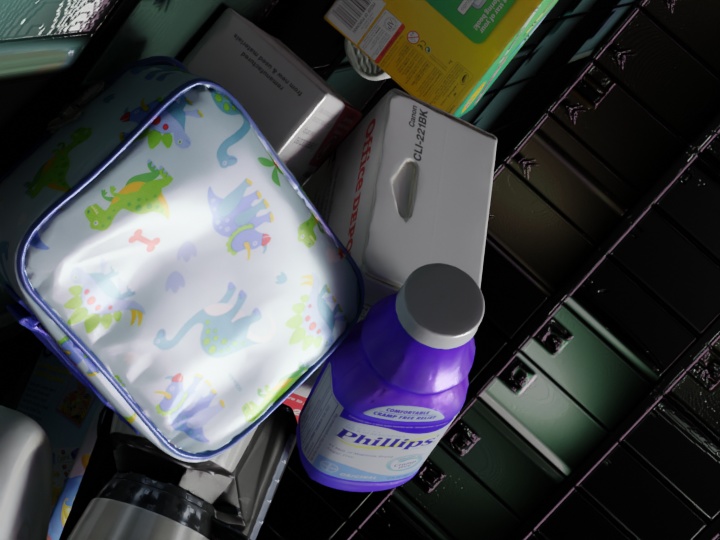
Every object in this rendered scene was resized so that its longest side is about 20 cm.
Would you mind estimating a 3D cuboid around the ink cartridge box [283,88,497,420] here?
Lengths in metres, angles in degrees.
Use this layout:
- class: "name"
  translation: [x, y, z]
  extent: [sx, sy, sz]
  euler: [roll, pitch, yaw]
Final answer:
- class: "ink cartridge box"
  translation: [0.000, 0.000, 1.086]
  extent: [0.200, 0.084, 0.144]
  euler: [-45, -150, 51]

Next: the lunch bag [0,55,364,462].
- class: "lunch bag"
  translation: [-0.103, -0.003, 0.906]
  extent: [0.161, 0.200, 0.082]
  euler: [-46, -142, -12]

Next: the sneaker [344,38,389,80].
- class: "sneaker"
  translation: [0.080, -0.227, 1.256]
  extent: [0.200, 0.074, 0.118]
  euler: [-40, 174, 41]

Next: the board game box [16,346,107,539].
- class: "board game box"
  translation: [-0.183, 0.141, 1.154]
  extent: [0.105, 0.103, 0.200]
  euler: [10, -106, 51]

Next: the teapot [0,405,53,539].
- class: "teapot"
  translation: [-0.271, 0.162, 0.985]
  extent: [0.197, 0.146, 0.200]
  euler: [-77, 176, -58]

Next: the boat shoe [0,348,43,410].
- class: "boat shoe"
  translation: [-0.229, 0.104, 1.246]
  extent: [0.202, 0.074, 0.065]
  euler: [-43, 179, -13]

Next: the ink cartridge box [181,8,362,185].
- class: "ink cartridge box"
  translation: [-0.102, -0.053, 1.039]
  extent: [0.200, 0.084, 0.145]
  euler: [-49, 174, 6]

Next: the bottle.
- class: "bottle"
  translation: [0.021, 0.065, 0.985]
  extent: [0.200, 0.083, 0.065]
  euler: [118, -27, -56]

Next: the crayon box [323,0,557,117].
- class: "crayon box"
  translation: [0.080, -0.212, 1.144]
  extent: [0.200, 0.119, 0.058]
  euler: [-51, 173, 30]

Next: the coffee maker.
- class: "coffee maker"
  translation: [-0.130, 0.164, 1.048]
  extent: [0.200, 0.135, 0.192]
  euler: [-69, -168, -20]
